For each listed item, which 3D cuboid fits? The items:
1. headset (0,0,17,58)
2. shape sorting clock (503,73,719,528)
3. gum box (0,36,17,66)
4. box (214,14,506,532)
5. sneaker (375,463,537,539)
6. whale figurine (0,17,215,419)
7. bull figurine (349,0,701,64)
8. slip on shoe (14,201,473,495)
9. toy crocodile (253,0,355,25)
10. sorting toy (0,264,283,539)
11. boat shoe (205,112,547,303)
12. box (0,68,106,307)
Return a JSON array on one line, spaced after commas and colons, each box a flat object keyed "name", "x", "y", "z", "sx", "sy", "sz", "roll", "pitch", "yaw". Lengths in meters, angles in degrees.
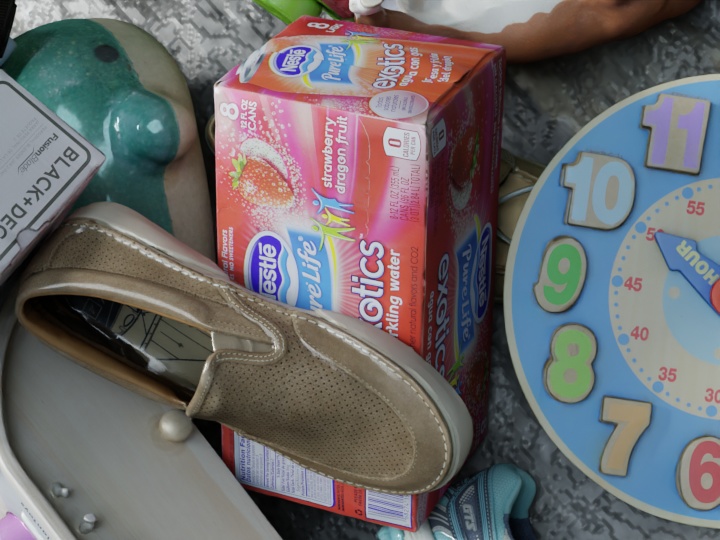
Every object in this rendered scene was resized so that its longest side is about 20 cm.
[{"name": "headset", "x": -0.194, "y": -0.133, "z": 0.912, "sx": 0.123, "sy": 0.094, "sz": 0.200, "roll": 44, "pitch": 90, "yaw": -9}, {"name": "shape sorting clock", "x": 0.162, "y": 0.013, "z": 0.936, "sx": 0.199, "sy": 0.039, "sz": 0.201, "roll": 0, "pitch": 83, "yaw": 3}, {"name": "gum box", "x": -0.265, "y": -0.047, "z": 1.014, "sx": 0.170, "sy": 0.045, "sz": 0.200, "roll": -55, "pitch": 23, "yaw": -23}, {"name": "box", "x": 0.000, "y": 0.000, "z": 0.935, "sx": 0.099, "sy": 0.096, "sz": 0.201, "roll": 12, "pitch": 120, "yaw": 20}, {"name": "sneaker", "x": 0.091, "y": 0.172, "z": 0.935, "sx": 0.086, "sy": 0.078, "sz": 0.200, "roll": -39, "pitch": 71, "yaw": 6}, {"name": "whale figurine", "x": -0.127, "y": -0.023, "z": 1.000, "sx": 0.159, "sy": 0.103, "sz": 0.201, "roll": -53, "pitch": 54, "yaw": 48}, {"name": "bull figurine", "x": 0.088, "y": -0.135, "z": 0.957, "sx": 0.199, "sy": 0.121, "sz": 0.066, "roll": -16, "pitch": 69, "yaw": 13}, {"name": "slip on shoe", "x": -0.051, "y": 0.041, "z": 0.883, "sx": 0.199, "sy": 0.061, "sz": 0.076, "roll": 32, "pitch": 126, "yaw": 6}, {"name": "toy crocodile", "x": -0.026, "y": -0.153, "z": 0.962, "sx": 0.062, "sy": 0.200, "sz": 0.068, "roll": 34, "pitch": 88, "yaw": 24}, {"name": "sorting toy", "x": -0.135, "y": 0.120, "z": 0.977, "sx": 0.107, "sy": 0.180, "sz": 0.200, "roll": -35, "pitch": 83, "yaw": -33}, {"name": "boat shoe", "x": 0.021, "y": -0.034, "z": 0.998, "sx": 0.199, "sy": 0.063, "sz": 0.074, "roll": 13, "pitch": 85, "yaw": 20}, {"name": "box", "x": -0.196, "y": 0.009, "z": 0.938, "sx": 0.060, "sy": 0.200, "sz": 0.117, "roll": 40, "pitch": 55, "yaw": -4}]
